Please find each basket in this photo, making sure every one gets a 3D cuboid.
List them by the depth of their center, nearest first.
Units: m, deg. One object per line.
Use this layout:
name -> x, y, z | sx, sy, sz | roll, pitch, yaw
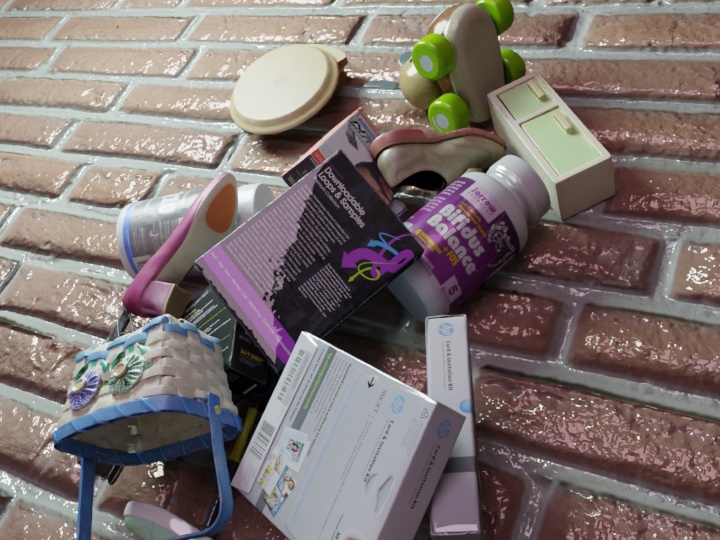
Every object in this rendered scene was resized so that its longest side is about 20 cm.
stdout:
basket -> -0.200, 0.160, 0.746 | 0.174, 0.139, 0.203 | -23, 64, 21

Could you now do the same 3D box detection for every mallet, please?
mallet -> -0.134, 0.203, 0.873 | 0.040, 0.066, 0.203 | 15, 72, 9

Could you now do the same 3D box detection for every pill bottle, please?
pill bottle -> 0.120, -0.041, 0.917 | 0.199, 0.113, 0.112 | -39, 48, -12
pill bottle -> -0.212, -0.051, 1.065 | 0.196, 0.114, 0.115 | -10, 48, 15

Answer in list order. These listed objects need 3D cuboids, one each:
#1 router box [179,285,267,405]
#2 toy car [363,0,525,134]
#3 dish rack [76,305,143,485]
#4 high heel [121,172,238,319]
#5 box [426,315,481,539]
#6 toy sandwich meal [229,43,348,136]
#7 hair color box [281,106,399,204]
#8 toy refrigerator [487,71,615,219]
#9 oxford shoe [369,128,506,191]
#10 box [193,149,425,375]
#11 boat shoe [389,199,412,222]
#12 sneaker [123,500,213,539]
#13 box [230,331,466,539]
router box -> -0.178, 0.098, 0.905 | 0.199, 0.051, 0.151 | -36, 38, 35
toy car -> 0.101, -0.289, 1.125 | 0.198, 0.160, 0.164 | 15, 45, 46
dish rack -> -0.284, 0.133, 0.937 | 0.155, 0.054, 0.200 | -59, 26, 5
high heel -> -0.221, -0.034, 0.977 | 0.095, 0.067, 0.203 | 10, 74, 36
box -> 0.085, 0.169, 0.712 | 0.040, 0.157, 0.202 | -5, 48, 7
toy sandwich meal -> -0.111, -0.276, 1.252 | 0.202, 0.071, 0.208 | -11, 53, 15
hair color box -> -0.011, -0.118, 0.979 | 0.064, 0.111, 0.200 | -33, 12, 27
toy refrigerator -> 0.235, -0.164, 1.003 | 0.075, 0.070, 0.201 | -24, 46, 2
oxford shoe -> 0.106, -0.131, 1.004 | 0.197, 0.070, 0.076 | -7, 69, -26
box -> -0.051, -0.011, 0.832 | 0.199, 0.036, 0.144 | -38, 79, -9
boat shoe -> 0.000, 0.000, 0.972 | 0.066, 0.070, 0.200 | 44, 69, 5
sneaker -> -0.175, 0.308, 0.756 | 0.198, 0.074, 0.119 | 24, 67, 25
box -> -0.019, 0.153, 0.667 | 0.199, 0.041, 0.158 | 18, 82, 54
